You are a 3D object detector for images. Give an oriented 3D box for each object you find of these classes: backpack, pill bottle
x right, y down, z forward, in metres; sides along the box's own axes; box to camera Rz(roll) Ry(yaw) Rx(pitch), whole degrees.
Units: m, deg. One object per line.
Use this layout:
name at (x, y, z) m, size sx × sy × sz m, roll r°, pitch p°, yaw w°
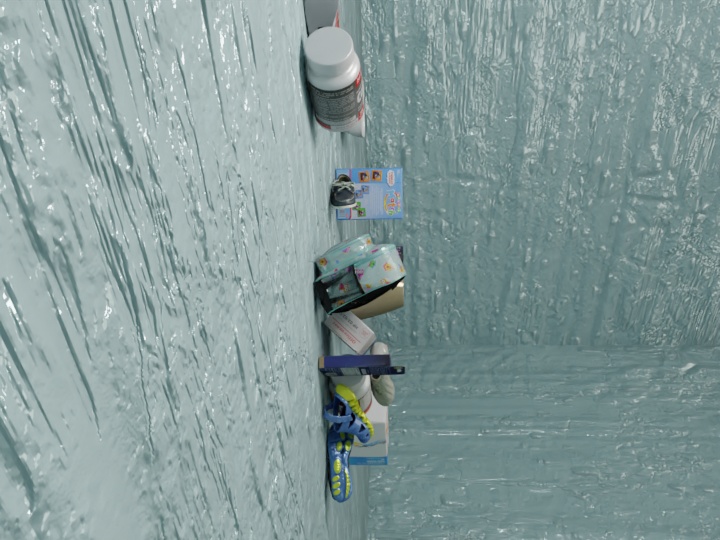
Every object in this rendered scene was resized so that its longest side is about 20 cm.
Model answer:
backpack at (0.000, 0.000, 1.356) m, size 0.176 × 0.198 × 0.155 m, roll -26°, pitch 99°, yaw -84°
pill bottle at (-0.027, 0.304, 1.563) m, size 0.201 × 0.108 × 0.111 m, roll 83°, pitch 7°, yaw -56°
pill bottle at (-0.053, -0.392, 1.236) m, size 0.200 × 0.112 × 0.115 m, roll 81°, pitch 9°, yaw -66°

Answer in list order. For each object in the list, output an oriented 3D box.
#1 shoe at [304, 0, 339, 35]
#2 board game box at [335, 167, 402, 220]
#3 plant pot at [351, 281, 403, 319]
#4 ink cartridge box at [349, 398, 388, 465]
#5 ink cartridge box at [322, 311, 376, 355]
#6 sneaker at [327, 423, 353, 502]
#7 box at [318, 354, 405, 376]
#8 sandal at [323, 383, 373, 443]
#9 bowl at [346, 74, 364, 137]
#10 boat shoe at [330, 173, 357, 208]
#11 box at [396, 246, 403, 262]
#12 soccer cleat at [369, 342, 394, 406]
shoe at (-0.078, -0.537, 1.258) m, size 0.202 × 0.070 × 0.092 m, roll 93°, pitch -1°, yaw -46°
board game box at (0.027, -0.228, 1.773) m, size 0.037 × 0.197 × 0.153 m, roll -67°, pitch 156°, yaw -80°
plant pot at (0.023, 0.057, 1.682) m, size 0.187 × 0.197 × 0.190 m, roll 0°, pitch 90°, yaw -85°
ink cartridge box at (0.017, 0.499, 1.911) m, size 0.148 × 0.143 × 0.202 m, roll -83°, pitch 171°, yaw -56°
ink cartridge box at (-0.024, 0.151, 1.503) m, size 0.068 × 0.115 × 0.200 m, roll -48°, pitch 170°, yaw -6°
sneaker at (-0.057, 0.479, 1.505) m, size 0.083 × 0.070 × 0.202 m, roll 124°, pitch -31°, yaw -56°
box at (0.007, 0.224, 1.405) m, size 0.121 × 0.197 × 0.033 m, roll 79°, pitch 11°, yaw -71°
sandal at (-0.033, 0.364, 1.463) m, size 0.079 × 0.087 × 0.201 m, roll 26°, pitch -28°, yaw 49°
bowl at (-0.026, -0.540, 1.966) m, size 0.200 × 0.074 × 0.203 m, roll -69°, pitch 158°, yaw -77°
boat shoe at (-0.044, -0.217, 1.635) m, size 0.200 × 0.074 × 0.063 m, roll -85°, pitch 174°, yaw -68°
box at (0.036, -0.028, 1.860) m, size 0.141 × 0.197 × 0.080 m, roll -79°, pitch 168°, yaw -75°
soccer cleat at (0.049, 0.285, 1.584) m, size 0.078 × 0.068 × 0.202 m, roll -59°, pitch 147°, yaw -60°
